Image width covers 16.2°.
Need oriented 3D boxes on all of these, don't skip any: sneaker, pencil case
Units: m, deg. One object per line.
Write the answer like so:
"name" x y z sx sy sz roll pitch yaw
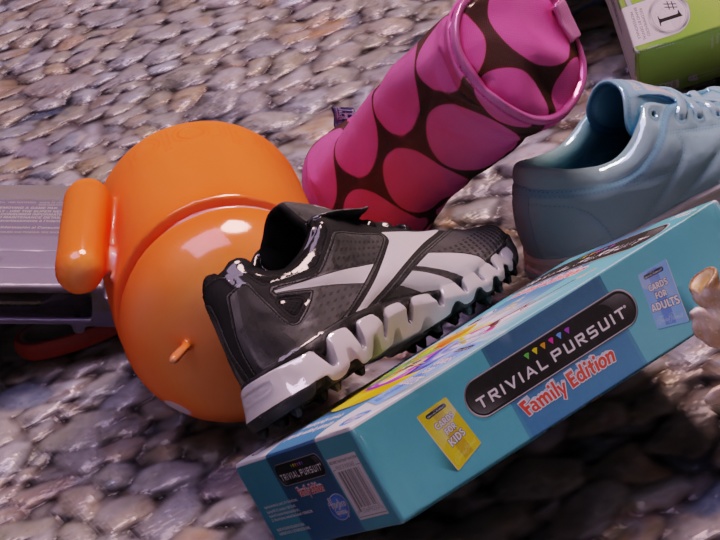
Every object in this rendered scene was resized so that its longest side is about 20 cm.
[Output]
"sneaker" 0.158 -0.069 1.297 0.200 0.082 0.074 -35 31 -28
"sneaker" 0.000 0.000 1.181 0.200 0.091 0.066 -28 -5 -46
"pencil case" 0.043 -0.077 1.290 0.093 0.091 0.200 -20 -9 -30

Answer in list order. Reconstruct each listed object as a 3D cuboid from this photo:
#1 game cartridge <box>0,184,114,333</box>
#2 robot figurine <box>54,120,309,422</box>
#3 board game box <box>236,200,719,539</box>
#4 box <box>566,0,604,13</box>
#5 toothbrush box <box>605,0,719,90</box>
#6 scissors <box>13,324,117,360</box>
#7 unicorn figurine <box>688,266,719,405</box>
"game cartridge" -0.216 -0.008 1.401 0.198 0.039 0.130 1 23 -3
"robot figurine" -0.074 0.000 1.274 0.116 0.144 0.200 -36 30 6
"board game box" 0.058 0.047 1.111 0.199 0.047 0.151 -31 2 -23
"box" 0.155 -0.216 1.549 0.199 0.122 0.048 -23 65 -7
"toothbrush box" 0.228 -0.201 1.421 0.199 0.147 0.086 -16 -17 3
"scissors" -0.096 0.007 1.403 0.199 0.014 0.073 -15 25 4
"unicorn figurine" 0.218 0.009 1.081 0.200 0.137 0.074 -49 24 -15
